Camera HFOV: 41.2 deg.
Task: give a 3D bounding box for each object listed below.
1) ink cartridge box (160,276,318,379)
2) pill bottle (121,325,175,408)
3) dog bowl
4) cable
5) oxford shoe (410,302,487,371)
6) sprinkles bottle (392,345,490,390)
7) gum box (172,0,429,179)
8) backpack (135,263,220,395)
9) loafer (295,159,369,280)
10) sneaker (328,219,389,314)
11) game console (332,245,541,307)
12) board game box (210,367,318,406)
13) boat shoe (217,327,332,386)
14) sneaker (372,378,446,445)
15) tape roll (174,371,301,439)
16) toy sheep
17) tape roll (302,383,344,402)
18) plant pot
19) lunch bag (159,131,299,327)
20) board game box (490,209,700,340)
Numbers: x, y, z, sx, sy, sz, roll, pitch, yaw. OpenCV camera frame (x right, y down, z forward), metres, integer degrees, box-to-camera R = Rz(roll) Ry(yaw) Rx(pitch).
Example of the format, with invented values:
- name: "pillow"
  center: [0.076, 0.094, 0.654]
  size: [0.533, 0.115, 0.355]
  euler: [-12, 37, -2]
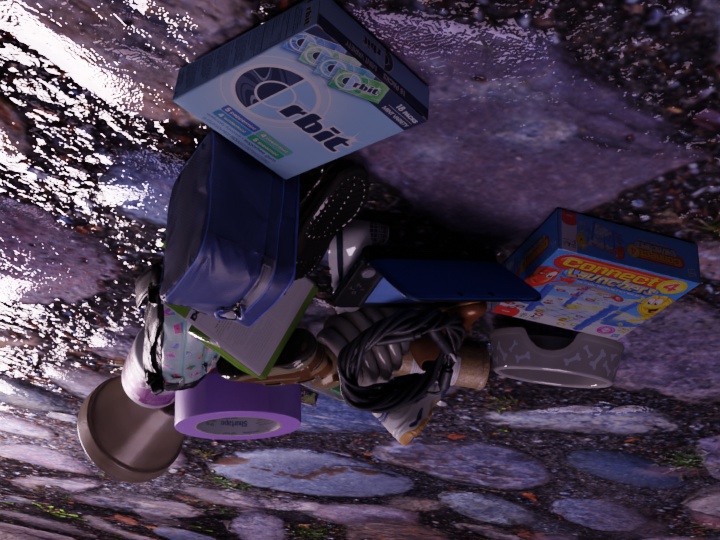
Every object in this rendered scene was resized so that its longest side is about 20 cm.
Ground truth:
- name: "ink cartridge box"
  center: [-0.168, 0.025, 1.243]
  size: [0.075, 0.149, 0.200]
  euler: [14, 158, 47]
- name: "pill bottle"
  center: [-0.318, 0.143, 1.544]
  size: [0.111, 0.114, 0.200]
  euler: [14, 151, -16]
- name: "dog bowl"
  center: [0.285, 0.131, 1.411]
  size: [0.197, 0.059, 0.200]
  euler: [8, 167, 2]
- name: "cable"
  center: [0.058, 0.121, 1.294]
  size: [0.198, 0.051, 0.164]
  euler: [4, 126, -34]
- name: "oxford shoe"
  center: [0.133, 0.092, 1.392]
  size: [0.070, 0.072, 0.200]
  euler: [-4, 157, -24]
- name: "sprinkles bottle"
  center: [0.101, 0.142, 1.510]
  size: [0.197, 0.069, 0.068]
  euler: [10, 152, -7]
- name: "gum box"
  center: [-0.059, -0.176, 0.961]
  size: [0.198, 0.045, 0.169]
  euler: [-17, 145, 37]
- name: "backpack"
  center: [-0.251, 0.066, 1.365]
  size: [0.125, 0.169, 0.200]
  euler: [-7, 154, -19]
- name: "loafer"
  center: [-0.061, -0.068, 1.139]
  size: [0.072, 0.072, 0.200]
  euler: [-8, 149, -41]
- name: "sneaker"
  center: [0.000, 0.000, 1.263]
  size: [0.079, 0.077, 0.201]
  euler: [-5, 154, -1]
- name: "game console"
  center: [0.091, 0.035, 1.195]
  size: [0.198, 0.119, 0.171]
  euler: [2, 144, -29]
- name: "board game box"
  center: [-0.177, 0.201, 1.667]
  size: [0.119, 0.033, 0.199]
  euler: [24, 163, -37]
- name: "boat shoe"
  center: [-0.120, 0.132, 1.335]
  size: [0.199, 0.076, 0.074]
  euler: [-7, 143, 44]
- name: "sneaker"
  center: [0.086, 0.192, 1.538]
  size: [0.088, 0.200, 0.076]
  euler: [39, 121, 5]
- name: "tape roll"
  center: [-0.192, 0.215, 1.511]
  size: [0.197, 0.066, 0.200]
  euler: [-2, 159, -1]
- name: "toy sheep"
  center: [0.008, 0.106, 1.382]
  size: [0.138, 0.199, 0.139]
  euler: [42, 154, 26]
- name: "tape roll"
  center: [-0.068, 0.164, 1.531]
  size: [0.198, 0.049, 0.201]
  euler: [22, 170, 4]
- name: "plant pot"
  center: [-0.375, 0.250, 1.709]
  size: [0.199, 0.202, 0.173]
  euler: [24, 131, -32]
- name: "lunch bag"
  center: [-0.137, -0.036, 1.076]
  size: [0.131, 0.202, 0.136]
  euler: [17, 146, -27]
- name: "board game box"
  center: [0.297, 0.012, 1.238]
  size: [0.198, 0.057, 0.196]
  euler: [12, 152, -12]
